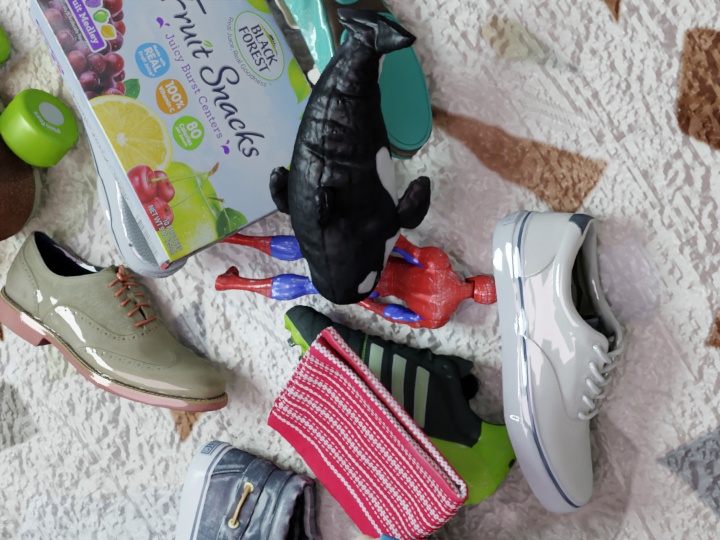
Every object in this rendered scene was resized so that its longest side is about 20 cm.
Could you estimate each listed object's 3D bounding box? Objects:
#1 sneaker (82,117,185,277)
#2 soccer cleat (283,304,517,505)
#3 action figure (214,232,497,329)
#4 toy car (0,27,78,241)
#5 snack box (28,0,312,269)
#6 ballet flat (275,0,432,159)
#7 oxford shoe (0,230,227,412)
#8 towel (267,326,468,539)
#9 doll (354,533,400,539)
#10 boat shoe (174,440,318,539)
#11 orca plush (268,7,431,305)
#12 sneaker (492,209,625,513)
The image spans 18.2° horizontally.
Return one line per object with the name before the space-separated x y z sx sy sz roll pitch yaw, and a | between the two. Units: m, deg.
sneaker | -0.163 -0.092 1.565 0.071 0.073 0.202 158 106 -68
soccer cleat | 0.030 0.079 1.524 0.081 0.068 0.200 -45 62 -10
action figure | 0.000 0.000 1.523 0.199 0.052 0.066 10 113 20
toy car | -0.329 -0.075 1.587 0.158 0.200 0.164 49 119 8
snack box | -0.114 -0.122 1.505 0.142 0.053 0.201 -28 89 -15
ballet flat | -0.015 -0.162 1.489 0.070 0.067 0.201 -23 91 54
oxford shoe | -0.176 0.038 1.613 0.199 0.070 0.075 26 108 18
towel | 0.001 0.121 1.498 0.145 0.022 0.200 49 160 6
doll | 0.034 0.230 1.541 0.199 0.049 0.136 -28 121 39
boat shoe | -0.088 0.228 1.612 0.090 0.071 0.202 17 109 25
orca plush | -0.004 -0.059 1.428 0.105 0.071 0.201 22 118 0
sneaker | 0.133 0.060 1.454 0.070 0.073 0.201 -5 100 31
